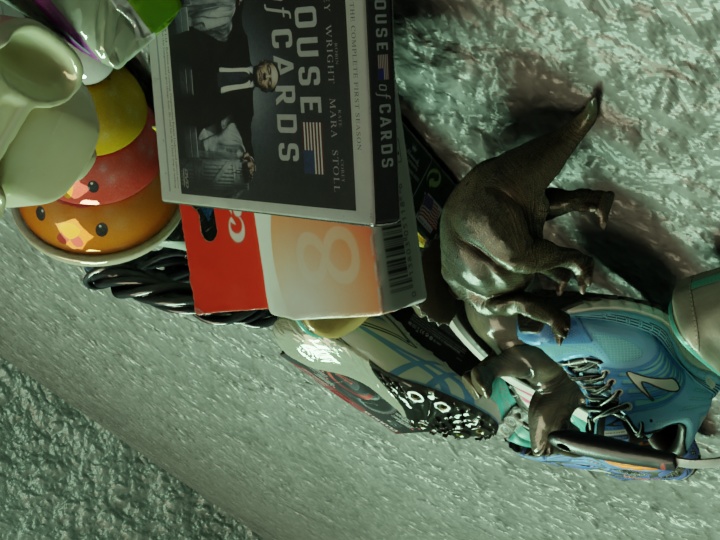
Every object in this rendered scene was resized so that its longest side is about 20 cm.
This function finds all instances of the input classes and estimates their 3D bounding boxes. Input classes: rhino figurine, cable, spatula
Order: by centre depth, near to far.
[{"bbox_3d":[0.215,0.117,0.766,0.196,0.021,0.057,2,148,19],"label":"spatula"},{"bbox_3d":[0.110,0.053,0.847,0.201,0.087,0.060,55,172,-15],"label":"rhino figurine"},{"bbox_3d":[-0.149,0.016,1.087,0.197,0.052,0.163,2,-162,-33],"label":"cable"}]

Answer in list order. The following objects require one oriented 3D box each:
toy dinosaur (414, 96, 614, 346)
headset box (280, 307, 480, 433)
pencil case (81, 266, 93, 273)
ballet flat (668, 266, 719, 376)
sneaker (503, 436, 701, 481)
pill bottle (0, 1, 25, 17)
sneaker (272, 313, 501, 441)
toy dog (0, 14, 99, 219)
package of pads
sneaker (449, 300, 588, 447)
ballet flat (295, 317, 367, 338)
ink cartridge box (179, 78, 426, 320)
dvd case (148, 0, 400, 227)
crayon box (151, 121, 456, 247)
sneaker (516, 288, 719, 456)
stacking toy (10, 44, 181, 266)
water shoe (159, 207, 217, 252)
[{"bbox_3d":[0.083,-0.018,0.700,0.101,0.078,0.201,16,145,-2],"label":"toy dinosaur"},{"bbox_3d":[0.023,0.080,1.118,0.148,0.076,0.200,35,161,-13],"label":"headset box"},{"bbox_3d":[-0.308,-0.079,1.194,0.200,0.078,0.089,45,177,-37],"label":"pencil case"},{"bbox_3d":[0.264,0.063,0.744,0.063,0.068,0.199,-29,127,33],"label":"ballet flat"},{"bbox_3d":[0.200,0.145,1.030,0.078,0.076,0.198,38,162,-35],"label":"sneaker"},{"bbox_3d":[-0.296,-0.158,0.895,0.111,0.113,0.200,31,168,-6],"label":"pill bottle"},{"bbox_3d":[0.026,0.067,0.953,0.198,0.073,0.072,27,151,16],"label":"sneaker"},{"bbox_3d":[-0.255,-0.131,0.720,0.199,0.141,0.193,37,-161,16],"label":"toy dog"},{"bbox_3d":[-0.206,-0.214,0.673,0.154,0.068,0.201,33,167,38],"label":"package of pads"},{"bbox_3d":[0.125,0.076,0.955,0.199,0.084,0.120,34,151,-15],"label":"sneaker"},{"bbox_3d":[0.000,0.000,0.870,0.070,0.062,0.200,64,-165,-2],"label":"ballet flat"},{"bbox_3d":[-0.059,-0.053,0.738,0.197,0.165,0.050,-5,-174,38],"label":"ink cartridge box"},{"bbox_3d":[-0.055,-0.108,0.681,0.024,0.153,0.198,-12,-166,-40],"label":"dvd case"},{"bbox_3d":[-0.041,-0.079,0.845,0.198,0.051,0.127,9,152,46],"label":"crayon box"},{"bbox_3d":[0.174,0.073,0.800,0.198,0.091,0.078,26,166,-36],"label":"sneaker"},{"bbox_3d":[-0.209,-0.115,0.931,0.144,0.147,0.202,24,144,15],"label":"stacking toy"},{"bbox_3d":[-0.114,-0.037,1.069,0.197,0.073,0.079,21,-172,20],"label":"water shoe"}]
